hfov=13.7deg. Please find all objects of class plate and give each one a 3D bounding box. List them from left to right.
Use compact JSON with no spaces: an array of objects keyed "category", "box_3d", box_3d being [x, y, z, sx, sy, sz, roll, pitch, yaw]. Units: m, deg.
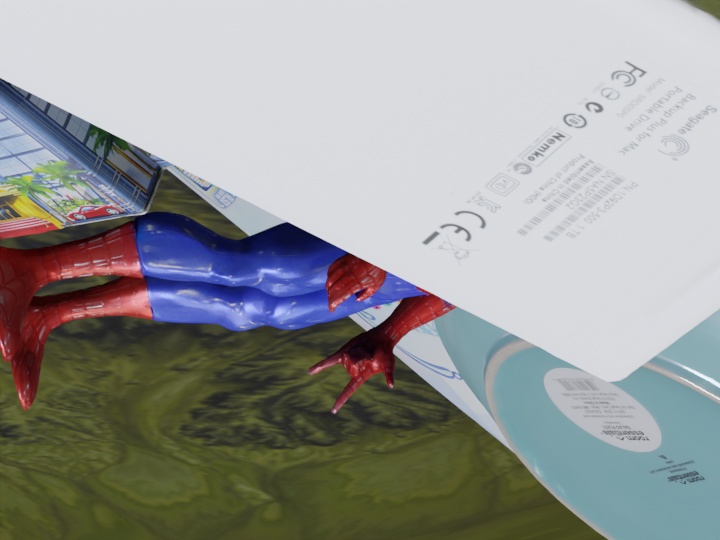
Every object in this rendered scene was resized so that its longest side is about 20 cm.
[{"category":"plate","box_3d":[0.101,0.056,0.914,0.200,0.026,0.200,29,156,14]}]

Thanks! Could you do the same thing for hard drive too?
[{"category":"hard drive","box_3d":[0.006,-0.050,0.644,0.200,0.026,0.132,27,145,-16]}]

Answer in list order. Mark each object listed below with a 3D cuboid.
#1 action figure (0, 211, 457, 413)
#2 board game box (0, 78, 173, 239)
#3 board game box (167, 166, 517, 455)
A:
[{"category":"action figure","box_3d":[0.000,0.000,0.822,0.200,0.052,0.065,-14,154,-4]},{"category":"board game box","box_3d":[-0.111,-0.091,0.724,0.200,0.062,0.200,-8,143,45]},{"category":"board game box","box_3d":[0.043,-0.019,0.939,0.199,0.043,0.200,41,156,-5]}]
